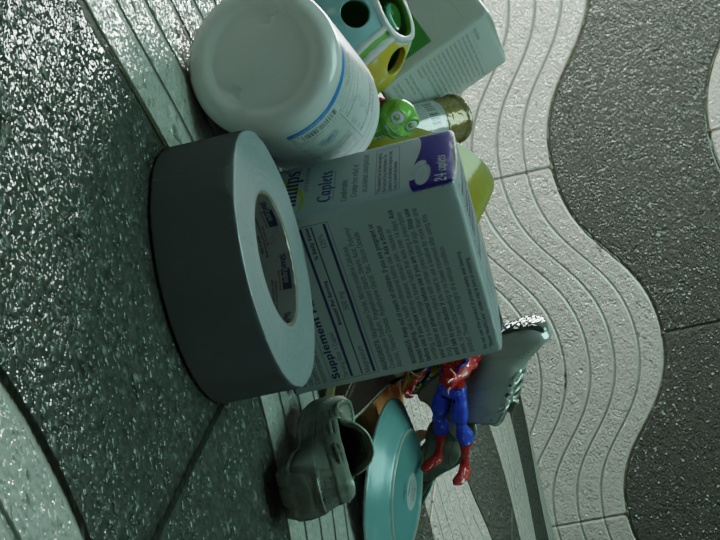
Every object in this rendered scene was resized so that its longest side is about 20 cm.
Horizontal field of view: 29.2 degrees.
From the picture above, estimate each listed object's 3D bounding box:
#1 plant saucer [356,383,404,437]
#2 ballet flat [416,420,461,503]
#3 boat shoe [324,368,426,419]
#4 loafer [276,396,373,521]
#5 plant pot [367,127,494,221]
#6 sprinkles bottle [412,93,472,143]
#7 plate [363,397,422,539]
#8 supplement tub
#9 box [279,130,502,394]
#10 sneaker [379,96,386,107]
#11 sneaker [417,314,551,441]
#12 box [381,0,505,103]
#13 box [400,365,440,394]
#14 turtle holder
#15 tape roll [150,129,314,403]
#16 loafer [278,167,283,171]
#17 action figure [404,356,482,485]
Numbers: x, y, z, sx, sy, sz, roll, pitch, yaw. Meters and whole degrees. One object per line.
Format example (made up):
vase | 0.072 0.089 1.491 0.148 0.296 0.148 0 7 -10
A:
plant saucer | 0.010 0.116 1.563 0.200 0.037 0.201 -12 90 -79
ballet flat | 0.071 0.226 1.638 0.200 0.063 0.068 122 -12 -57
boat shoe | 0.039 0.077 1.409 0.200 0.072 0.072 -53 144 -21
loafer | -0.021 0.159 1.204 0.200 0.069 0.070 -69 146 -72
plant pot | 0.042 -0.057 1.586 0.200 0.199 0.143 60 42 -60
sprinkles bottle | 0.057 -0.178 1.770 0.199 0.068 0.069 -18 98 -41
plate | 0.041 0.238 1.488 0.200 0.025 0.201 1 90 -74
supplement tub | -0.062 -0.163 1.224 0.200 0.131 0.133 30 49 -78
box | 0.010 -0.006 1.240 0.105 0.199 0.185 -88 163 -57
sneaker | 0.028 -0.156 1.866 0.200 0.076 0.084 -88 159 -50
sneaker | 0.148 0.116 1.503 0.074 0.200 0.087 -23 74 -43
box | 0.063 -0.332 1.820 0.199 0.171 0.200 56 5 15
box | 0.090 0.069 1.571 0.200 0.064 0.070 108 -20 -58
turtle holder | -0.014 -0.232 1.449 0.141 0.131 0.186 24 50 -50
tape roll | -0.094 -0.003 1.054 0.200 0.066 0.201 -11 90 -80
loafer | -0.057 -0.129 1.387 0.070 0.070 0.201 -61 138 -84
action figure | 0.085 0.143 1.459 0.099 0.065 0.201 -32 133 -50
